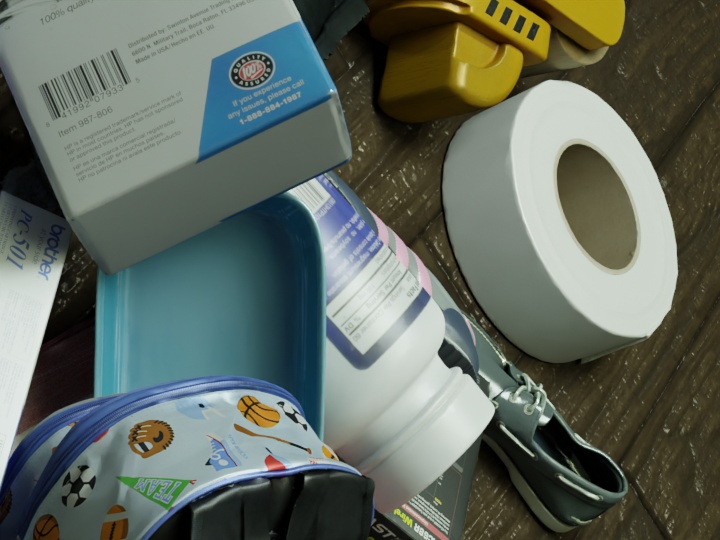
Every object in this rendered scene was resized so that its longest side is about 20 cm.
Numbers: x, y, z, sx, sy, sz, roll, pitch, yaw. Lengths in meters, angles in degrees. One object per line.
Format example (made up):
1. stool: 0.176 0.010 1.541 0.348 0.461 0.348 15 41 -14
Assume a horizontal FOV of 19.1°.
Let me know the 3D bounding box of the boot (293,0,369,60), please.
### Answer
1. boot: -0.075 -0.206 1.407 0.163 0.073 0.198 58 31 -14

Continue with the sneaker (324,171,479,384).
1. sneaker: 0.000 0.000 1.308 0.201 0.070 0.082 53 18 -15

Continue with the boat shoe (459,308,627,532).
1. boat shoe: 0.114 0.095 1.486 0.201 0.062 0.073 53 40 -17

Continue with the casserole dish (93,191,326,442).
1. casserole dish: -0.079 0.044 1.125 0.039 0.120 0.202 -138 -130 -86

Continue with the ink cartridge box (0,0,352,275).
1. ink cartridge box: -0.110 -0.123 1.086 0.084 0.144 0.201 72 -7 -68

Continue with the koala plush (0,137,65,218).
1. koala plush: -0.127 -0.103 1.208 0.184 0.176 0.201 54 29 -35

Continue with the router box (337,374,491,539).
1. router box: -0.010 0.086 1.342 0.200 0.062 0.151 41 43 -29

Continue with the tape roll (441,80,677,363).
1. tape roll: 0.151 -0.035 1.592 0.202 0.070 0.204 27 52 -40

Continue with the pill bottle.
1. pill bottle: -0.023 0.034 1.206 0.200 0.120 0.120 48 40 -4

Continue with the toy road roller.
1. toy road roller: 0.086 -0.167 1.550 0.199 0.122 0.147 25 68 -40

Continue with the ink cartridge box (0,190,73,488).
1. ink cartridge box: -0.195 0.069 1.039 0.044 0.094 0.201 24 52 -18

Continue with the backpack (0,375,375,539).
1. backpack: -0.087 0.139 1.008 0.199 0.191 0.154 -7 46 -46

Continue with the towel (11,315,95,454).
1. towel: -0.120 0.121 1.151 0.144 0.023 0.200 -31 76 -39
